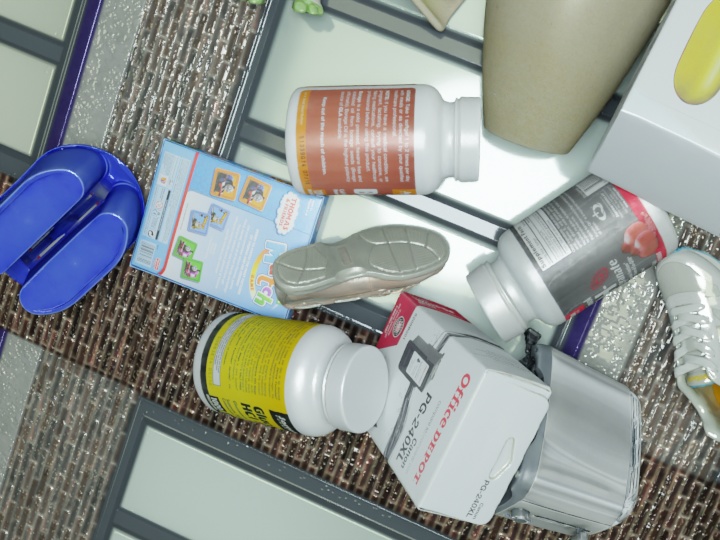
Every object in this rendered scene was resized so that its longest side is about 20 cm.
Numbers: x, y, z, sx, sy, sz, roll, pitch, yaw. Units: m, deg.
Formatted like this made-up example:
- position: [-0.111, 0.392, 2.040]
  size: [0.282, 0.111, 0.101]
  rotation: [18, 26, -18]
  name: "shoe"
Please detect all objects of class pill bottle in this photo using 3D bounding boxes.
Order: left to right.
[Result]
- position: [-0.073, 0.110, 0.775]
  size: [0.196, 0.111, 0.115]
  rotation: [5, 98, 36]
  name: "pill bottle"
- position: [0.026, -0.136, 0.769]
  size: [0.195, 0.112, 0.115]
  rotation: [1, 96, 9]
  name: "pill bottle"
- position: [0.210, -0.015, 0.756]
  size: [0.198, 0.111, 0.112]
  rotation: [-34, 91, 11]
  name: "pill bottle"

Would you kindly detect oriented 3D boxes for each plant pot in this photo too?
- position: [0.194, -0.225, 0.714]
  size: [0.183, 0.188, 0.204]
  rotation: [17, 112, 6]
  name: "plant pot"

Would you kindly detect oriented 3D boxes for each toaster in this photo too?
- position: [0.207, 0.171, 0.753]
  size: [0.127, 0.114, 0.203]
  rotation: [23, 54, -7]
  name: "toaster"

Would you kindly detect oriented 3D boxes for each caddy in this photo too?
- position: [-0.341, -0.049, 0.841]
  size: [0.199, 0.105, 0.142]
  rotation: [-39, 114, 10]
  name: "caddy"

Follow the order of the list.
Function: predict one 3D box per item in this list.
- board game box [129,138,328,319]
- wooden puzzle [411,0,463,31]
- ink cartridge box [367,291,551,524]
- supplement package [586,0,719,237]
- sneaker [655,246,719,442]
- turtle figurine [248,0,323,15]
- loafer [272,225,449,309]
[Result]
- position: [-0.151, -0.045, 0.844]
  size: [0.196, 0.037, 0.154]
  rotation: [20, 99, 6]
  name: "board game box"
- position: [0.095, -0.364, 0.713]
  size: [0.201, 0.184, 0.037]
  rotation: [-52, 46, 7]
  name: "wooden puzzle"
- position: [0.081, 0.130, 0.740]
  size: [0.082, 0.200, 0.148]
  rotation: [21, 100, -25]
  name: "ink cartridge box"
- position: [0.314, -0.160, 0.621]
  size: [0.150, 0.151, 0.203]
  rotation: [28, 85, 12]
  name: "supplement package"
- position: [0.355, 0.073, 0.748]
  size: [0.080, 0.076, 0.203]
  rotation: [-26, 91, -34]
  name: "sneaker"
- position: [-0.063, -0.362, 0.730]
  size: [0.198, 0.142, 0.198]
  rotation: [30, 119, 37]
  name: "turtle figurine"
- position: [0.000, 0.000, 0.811]
  size: [0.195, 0.063, 0.073]
  rotation: [-9, 55, -10]
  name: "loafer"
